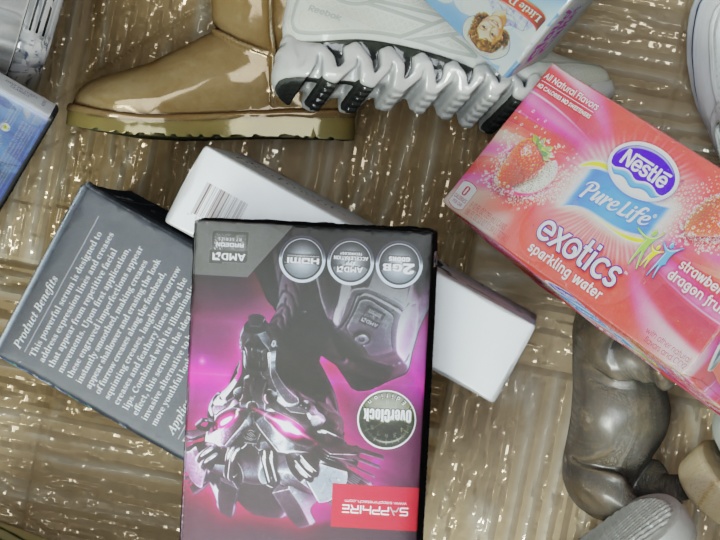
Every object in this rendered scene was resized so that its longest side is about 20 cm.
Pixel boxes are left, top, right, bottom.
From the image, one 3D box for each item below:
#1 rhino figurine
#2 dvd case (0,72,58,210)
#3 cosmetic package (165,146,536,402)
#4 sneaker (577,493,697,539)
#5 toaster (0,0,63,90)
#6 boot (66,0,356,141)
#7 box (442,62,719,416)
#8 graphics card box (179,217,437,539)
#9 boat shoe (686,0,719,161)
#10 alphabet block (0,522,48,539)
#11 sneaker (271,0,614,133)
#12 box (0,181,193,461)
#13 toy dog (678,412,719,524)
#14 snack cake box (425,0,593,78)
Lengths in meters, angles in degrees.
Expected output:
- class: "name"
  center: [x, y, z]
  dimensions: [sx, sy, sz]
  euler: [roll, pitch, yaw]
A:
- class: "rhino figurine"
  center: [0.153, 0.050, 1.365]
  dimensions: [0.087, 0.060, 0.200]
  euler: [2, 90, 48]
- class: "dvd case"
  center: [-0.280, -0.086, 1.314]
  dimensions: [0.200, 0.018, 0.143]
  euler: [30, 126, -10]
- class: "cosmetic package"
  center: [0.000, 0.000, 1.339]
  dimensions: [0.200, 0.151, 0.052]
  euler: [29, 91, 3]
- class: "sneaker"
  center: [0.146, 0.181, 1.318]
  dimensions: [0.082, 0.200, 0.074]
  euler: [44, 66, 1]
- class: "toaster"
  center: [-0.226, -0.179, 1.354]
  dimensions: [0.129, 0.114, 0.200]
  euler: [16, 73, -10]
- class: "boot"
  center: [-0.080, -0.174, 1.389]
  dimensions: [0.175, 0.066, 0.200]
  euler: [0, 91, -8]
- class: "box"
  center: [0.154, -0.013, 1.277]
  dimensions: [0.103, 0.095, 0.200]
  euler: [-51, 47, 0]
- class: "graphics card box"
  center: [-0.026, 0.074, 1.242]
  dimensions: [0.125, 0.051, 0.200]
  euler: [4, 91, 5]
- class: "boat shoe"
  center: [0.237, -0.071, 1.361]
  dimensions: [0.073, 0.067, 0.200]
  euler: [-19, 89, 4]
- class: "alphabet block"
  center: [-0.174, 0.264, 1.335]
  dimensions: [0.200, 0.195, 0.197]
  euler: [20, 90, 5]
- class: "sneaker"
  center: [0.050, -0.125, 1.357]
  dimensions: [0.200, 0.075, 0.081]
  euler: [8, 73, -18]
- class: "box"
  center: [-0.080, 0.045, 1.346]
  dimensions: [0.200, 0.148, 0.107]
  euler: [30, 92, 4]
- class: "toy dog"
  center: [0.258, 0.098, 1.343]
  dimensions: [0.132, 0.096, 0.200]
  euler: [-31, 133, 19]
- class: "snack cake box"
  center: [0.052, -0.215, 1.297]
  dimensions: [0.200, 0.067, 0.115]
  euler: [45, 119, 7]
